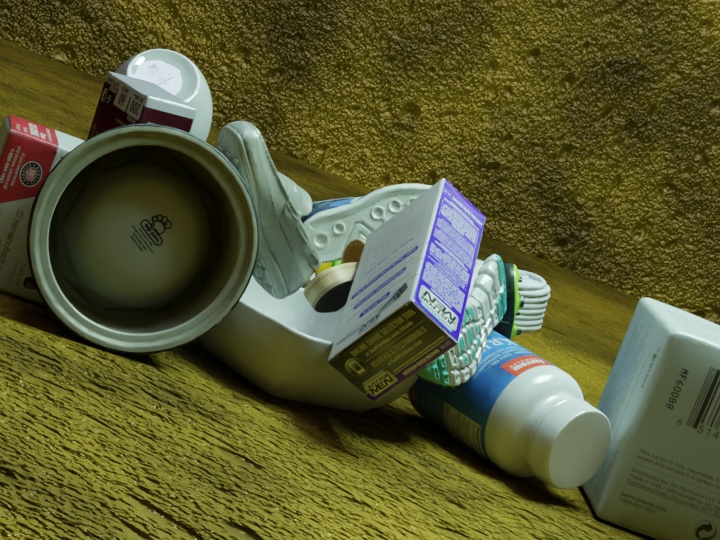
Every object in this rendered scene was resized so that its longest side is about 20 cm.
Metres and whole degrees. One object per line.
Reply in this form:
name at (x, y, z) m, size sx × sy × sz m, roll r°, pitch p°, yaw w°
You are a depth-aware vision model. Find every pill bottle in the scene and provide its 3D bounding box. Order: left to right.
pill bottle at (0.144, 0.130, 1.604) m, size 0.112 × 0.112 × 0.200 m, roll 15°, pitch 10°, yaw -43°

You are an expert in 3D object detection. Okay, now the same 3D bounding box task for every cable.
cable at (0.116, 0.025, 1.917) m, size 0.200 × 0.069 × 0.200 m, roll 12°, pitch 6°, yaw 21°

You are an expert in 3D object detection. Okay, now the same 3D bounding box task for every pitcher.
pitcher at (-0.248, -0.137, 1.823) m, size 0.172 × 0.200 × 0.121 m, roll -35°, pitch 72°, yaw -33°

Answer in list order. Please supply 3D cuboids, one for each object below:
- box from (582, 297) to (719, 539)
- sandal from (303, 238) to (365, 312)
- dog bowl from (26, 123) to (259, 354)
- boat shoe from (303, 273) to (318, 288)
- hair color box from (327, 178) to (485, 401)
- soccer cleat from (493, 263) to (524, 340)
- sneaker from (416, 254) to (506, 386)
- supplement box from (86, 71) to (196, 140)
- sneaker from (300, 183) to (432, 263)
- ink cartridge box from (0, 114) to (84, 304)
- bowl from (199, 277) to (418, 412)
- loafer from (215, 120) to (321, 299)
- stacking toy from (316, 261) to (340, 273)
box at (0.339, 0.161, 1.619) m, size 0.199 × 0.200 × 0.171 m, roll 21°, pitch 10°, yaw -5°
sandal at (0.004, -0.004, 1.653) m, size 0.070 × 0.078 × 0.212 m, roll 56°, pitch 26°, yaw 20°
dog bowl at (-0.194, -0.031, 1.459) m, size 0.200 × 0.200 × 0.074 m, roll 20°, pitch 4°, yaw -18°
boat shoe at (-0.041, 0.041, 1.846) m, size 0.063 × 0.073 × 0.200 m, roll 18°, pitch 4°, yaw -6°
hair color box at (0.045, 0.015, 1.511) m, size 0.065 × 0.109 × 0.200 m, roll 43°, pitch 33°, yaw -16°
soccer cleat at (0.116, 0.070, 1.736) m, size 0.081 × 0.200 × 0.068 m, roll 9°, pitch 43°, yaw -8°
sneaker at (0.074, 0.050, 1.586) m, size 0.091 × 0.078 × 0.200 m, roll -1°, pitch 23°, yaw 22°
supplement box at (-0.241, -0.089, 1.690) m, size 0.061 × 0.200 × 0.109 m, roll 11°, pitch 13°, yaw -34°
sneaker at (0.024, -0.059, 1.919) m, size 0.200 × 0.081 × 0.146 m, roll -12°, pitch 7°, yaw 6°
ink cartridge box at (-0.251, -0.038, 1.528) m, size 0.200 × 0.144 × 0.084 m, roll 19°, pitch 9°, yaw -19°
bowl at (-0.062, 0.070, 1.589) m, size 0.200 × 0.075 × 0.200 m, roll 15°, pitch 12°, yaw -44°
loafer at (-0.082, -0.062, 1.525) m, size 0.070 × 0.070 × 0.200 m, roll 41°, pitch -25°, yaw 39°
stacking toy at (-0.037, 0.001, 2.126) m, size 0.200 × 0.085 × 0.085 m, roll 15°, pitch 9°, yaw -11°
